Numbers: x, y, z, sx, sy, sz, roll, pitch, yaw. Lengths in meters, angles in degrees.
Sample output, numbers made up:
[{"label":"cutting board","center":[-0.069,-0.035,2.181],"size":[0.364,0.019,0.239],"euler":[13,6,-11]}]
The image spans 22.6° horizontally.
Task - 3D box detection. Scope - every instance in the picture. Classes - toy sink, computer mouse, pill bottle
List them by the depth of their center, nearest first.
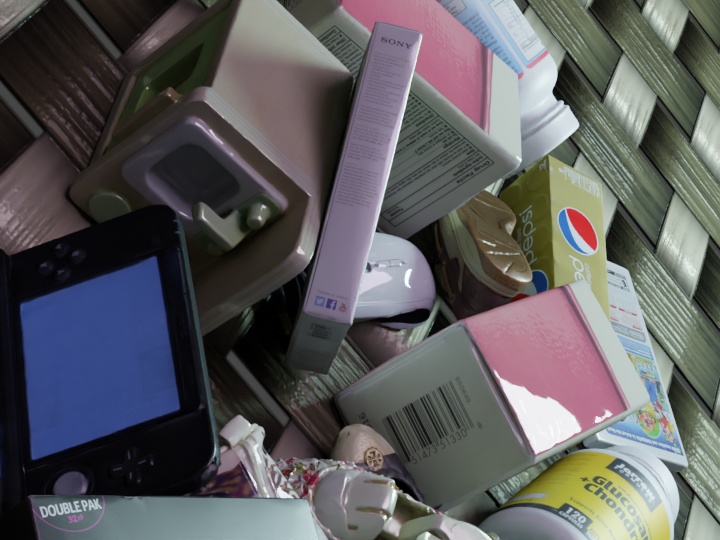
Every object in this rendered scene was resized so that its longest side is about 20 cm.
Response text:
[{"label":"toy sink","center":[-0.099,-0.072,1.162],"size":[0.112,0.130,0.201],"euler":[41,36,-24]},{"label":"pill bottle","center":[0.160,0.195,1.307],"size":[0.112,0.112,0.200],"euler":[59,32,3]},{"label":"computer mouse","center":[0.000,0.000,1.317],"size":[0.199,0.044,0.110],"euler":[2,61,-53]},{"label":"pill bottle","center":[0.098,-0.183,1.548],"size":[0.201,0.108,0.109],"euler":[55,32,-5]}]

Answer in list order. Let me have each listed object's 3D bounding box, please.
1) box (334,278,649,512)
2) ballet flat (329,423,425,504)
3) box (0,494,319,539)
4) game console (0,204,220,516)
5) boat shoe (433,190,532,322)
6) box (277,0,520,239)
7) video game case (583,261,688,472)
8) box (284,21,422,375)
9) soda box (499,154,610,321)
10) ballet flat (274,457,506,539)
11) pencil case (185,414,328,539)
[{"label":"box","center":[0.097,0.092,1.292],"size":[0.200,0.128,0.109],"euler":[-15,75,-58]},{"label":"ballet flat","center":[0.035,0.190,1.179],"size":[0.066,0.057,0.201],"euler":[-14,73,-30]},{"label":"box","center":[-0.112,0.204,0.913],"size":[0.199,0.124,0.149],"euler":[8,57,-50]},{"label":"game console","center":[-0.182,0.032,0.953],"size":[0.117,0.175,0.201],"euler":[65,8,-48]},{"label":"boat shoe","center":[0.082,-0.016,1.426],"size":[0.072,0.072,0.200],"euler":[26,20,-20]},{"label":"box","center":[0.010,-0.139,1.356],"size":[0.200,0.128,0.109],"euler":[37,37,-31]},{"label":"video game case","center":[0.215,0.072,1.577],"size":[0.143,0.018,0.201],"euler":[20,48,-46]},{"label":"box","center":[-0.006,-0.044,1.182],"size":[0.036,0.144,0.201],"euler":[16,73,-3]},{"label":"soda box","center":[0.160,0.007,1.491],"size":[0.064,0.068,0.201],"euler":[26,47,-27]},{"label":"ballet flat","center":[0.026,0.161,1.130],"size":[0.199,0.064,0.076],"euler":[24,54,-8]},{"label":"pencil case","center":[-0.040,0.186,1.050],"size":[0.078,0.089,0.201],"euler":[-23,77,-52]}]
